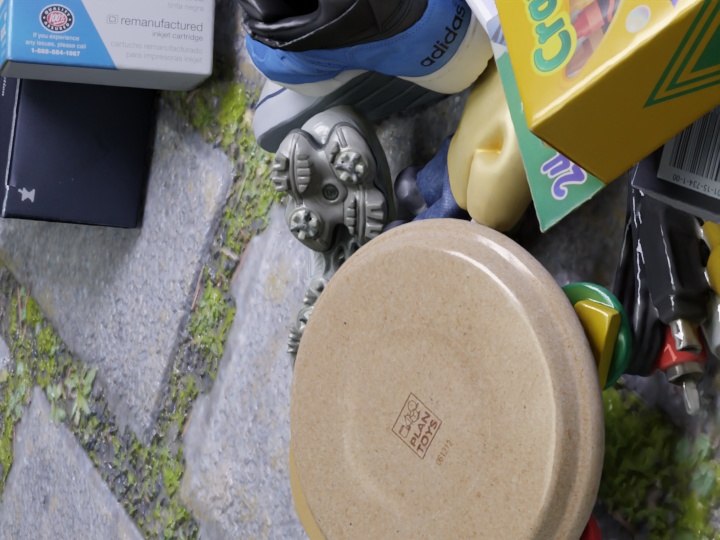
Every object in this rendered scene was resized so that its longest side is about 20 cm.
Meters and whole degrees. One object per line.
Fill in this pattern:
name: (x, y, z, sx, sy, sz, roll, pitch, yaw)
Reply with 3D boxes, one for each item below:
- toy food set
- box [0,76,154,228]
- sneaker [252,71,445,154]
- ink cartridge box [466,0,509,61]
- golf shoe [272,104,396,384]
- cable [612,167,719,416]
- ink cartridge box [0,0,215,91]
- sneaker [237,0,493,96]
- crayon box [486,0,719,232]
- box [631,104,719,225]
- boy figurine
toy food set: (0.042, 0.076, 0.790, 0.197, 0.048, 0.202, 22, 103, 40)
box: (-0.255, -0.142, 1.276, 0.199, 0.117, 0.199, 12, 95, 55)
sneaker: (-0.003, -0.129, 0.962, 0.199, 0.073, 0.072, -19, 66, 49)
ink cartridge box: (0.112, -0.209, 0.746, 0.197, 0.047, 0.201, -33, 55, 9)
golf shoe: (0.000, 0.000, 0.947, 0.097, 0.077, 0.202, -64, -26, -64)
cable: (0.151, -0.028, 0.777, 0.097, 0.050, 0.202, 130, 145, -51)
ink cartridge box: (-0.176, -0.235, 1.135, 0.084, 0.144, 0.202, 174, 98, -74)
sneaker: (-0.028, -0.141, 0.845, 0.199, 0.111, 0.077, 18, 84, 55)
crayon box: (0.115, -0.123, 0.601, 0.200, 0.051, 0.126, -38, 43, 29)
box: (0.219, -0.062, 0.607, 0.200, 0.114, 0.133, 28, 109, 54)
boy figurine: (0.080, -0.073, 0.818, 0.200, 0.064, 0.125, -46, 24, 48)
